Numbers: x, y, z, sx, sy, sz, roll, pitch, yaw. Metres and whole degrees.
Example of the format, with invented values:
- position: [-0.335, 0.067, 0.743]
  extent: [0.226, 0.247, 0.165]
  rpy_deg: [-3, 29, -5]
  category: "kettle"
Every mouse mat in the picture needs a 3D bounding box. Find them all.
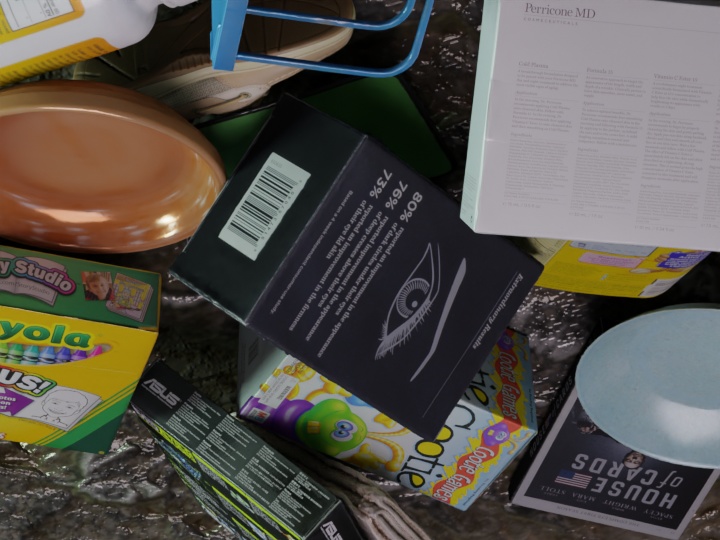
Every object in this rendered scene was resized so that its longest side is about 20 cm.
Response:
- position: [-0.045, -0.077, 1.637]
  extent: [0.199, 0.008, 0.161]
  rpy_deg: [-14, 153, 13]
  category: "mouse mat"

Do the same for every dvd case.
- position: [0.220, 0.128, 1.854]
  extent: [0.150, 0.025, 0.200]
  rpy_deg: [13, 130, -12]
  category: "dvd case"

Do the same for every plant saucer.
- position: [-0.187, -0.072, 1.569]
  extent: [0.199, 0.038, 0.200]
  rpy_deg: [2, 153, 1]
  category: "plant saucer"
- position: [0.260, 0.076, 1.750]
  extent: [0.200, 0.039, 0.201]
  rpy_deg: [7, 141, 6]
  category: "plant saucer"

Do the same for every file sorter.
- position: [-0.021, -0.228, 1.408]
  extent: [0.122, 0.201, 0.139]
  rpy_deg: [6, 132, -10]
  category: "file sorter"

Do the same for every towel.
- position: [-0.016, 0.179, 1.806]
  extent: [0.035, 0.200, 0.133]
  rpy_deg: [-51, 127, -13]
  category: "towel"

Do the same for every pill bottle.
- position: [-0.197, -0.185, 1.503]
  extent: [0.199, 0.111, 0.111]
  rpy_deg: [-16, 131, 14]
  category: "pill bottle"

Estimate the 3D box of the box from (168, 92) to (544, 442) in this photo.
- position: [0.000, 0.000, 1.573]
  extent: [0.200, 0.104, 0.148]
  rpy_deg: [36, 87, -40]
  category: "box"

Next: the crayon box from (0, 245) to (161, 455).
- position: [-0.256, 0.053, 1.670]
  extent: [0.199, 0.059, 0.173]
  rpy_deg: [10, 145, -14]
  category: "crayon box"

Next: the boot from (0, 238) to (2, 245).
- position: [-0.294, -0.011, 1.693]
  extent: [0.075, 0.074, 0.201]
  rpy_deg: [-2, 136, 10]
  category: "boot"

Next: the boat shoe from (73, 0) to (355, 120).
- position: [-0.091, -0.139, 1.580]
  extent: [0.199, 0.072, 0.065]
  rpy_deg: [-17, 142, 15]
  category: "boat shoe"

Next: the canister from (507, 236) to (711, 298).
- position: [0.181, -0.048, 1.596]
  extent: [0.148, 0.087, 0.200]
  rpy_deg: [7, 162, -10]
  category: "canister"

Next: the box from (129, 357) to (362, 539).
- position: [-0.071, 0.174, 1.765]
  extent: [0.048, 0.200, 0.193]
  rpy_deg: [-45, 146, -16]
  category: "box"

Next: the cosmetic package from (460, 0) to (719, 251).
- position: [0.169, -0.094, 1.448]
  extent: [0.199, 0.052, 0.152]
  rpy_deg: [5, 103, -10]
  category: "cosmetic package"

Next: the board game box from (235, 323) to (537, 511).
- position: [0.019, 0.079, 1.752]
  extent: [0.199, 0.105, 0.103]
  rpy_deg: [24, 128, -22]
  category: "board game box"

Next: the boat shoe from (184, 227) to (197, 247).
- position: [-0.032, -0.032, 1.683]
  extent: [0.199, 0.063, 0.073]
  rpy_deg: [-4, 107, -21]
  category: "boat shoe"
